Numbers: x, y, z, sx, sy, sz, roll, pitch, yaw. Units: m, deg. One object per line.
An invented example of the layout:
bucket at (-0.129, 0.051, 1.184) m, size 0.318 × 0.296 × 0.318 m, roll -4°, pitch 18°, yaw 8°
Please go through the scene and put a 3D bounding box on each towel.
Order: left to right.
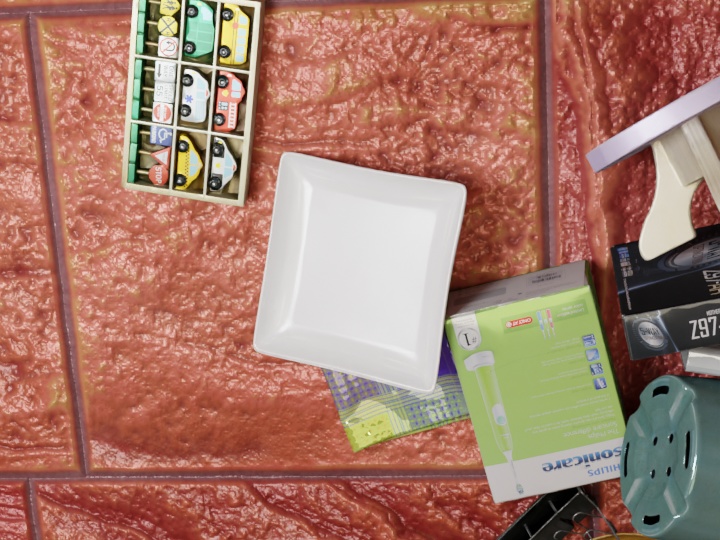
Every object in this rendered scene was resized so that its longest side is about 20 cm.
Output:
towel at (0.023, 0.077, 1.535) m, size 0.142 × 0.023 × 0.201 m, roll -16°, pitch 105°, yaw 11°

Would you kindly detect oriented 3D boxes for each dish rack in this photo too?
dish rack at (0.214, 0.326, 1.515) m, size 0.054 × 0.200 × 0.154 m, roll 26°, pitch 114°, yaw -42°

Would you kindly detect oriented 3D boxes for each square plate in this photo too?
square plate at (0.000, 0.000, 1.472) m, size 0.197 × 0.028 × 0.202 m, roll 12°, pitch 98°, yaw 23°

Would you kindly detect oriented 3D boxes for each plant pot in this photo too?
plant pot at (0.357, 0.185, 1.411) m, size 0.194 × 0.200 × 0.202 m, roll 10°, pitch 110°, yaw -15°

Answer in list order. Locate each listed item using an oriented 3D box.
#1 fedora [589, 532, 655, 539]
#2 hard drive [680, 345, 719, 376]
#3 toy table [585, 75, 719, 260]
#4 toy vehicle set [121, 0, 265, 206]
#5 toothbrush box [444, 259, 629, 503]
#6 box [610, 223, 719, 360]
fedora at (0.278, 0.370, 1.566) m, size 0.199 × 0.082 × 0.202 m, roll 2°, pitch 109°, yaw 6°
hard drive at (0.398, 0.076, 1.432) m, size 0.198 × 0.132 × 0.027 m, roll 9°, pitch 109°, yaw 4°
toy table at (0.316, -0.102, 1.371) m, size 0.199 × 0.184 × 0.118 m, roll -29°, pitch 87°, yaw 27°
toy vehicle set at (-0.162, -0.169, 1.474) m, size 0.123 × 0.027 × 0.202 m, roll 8°, pitch 108°, yaw 4°
toothbrush box at (0.176, 0.108, 1.493) m, size 0.144 × 0.086 × 0.202 m, roll -14°, pitch 105°, yaw 11°
box at (0.312, 0.012, 1.386) m, size 0.159 × 0.200 × 0.044 m, roll -12°, pitch 107°, yaw 11°
